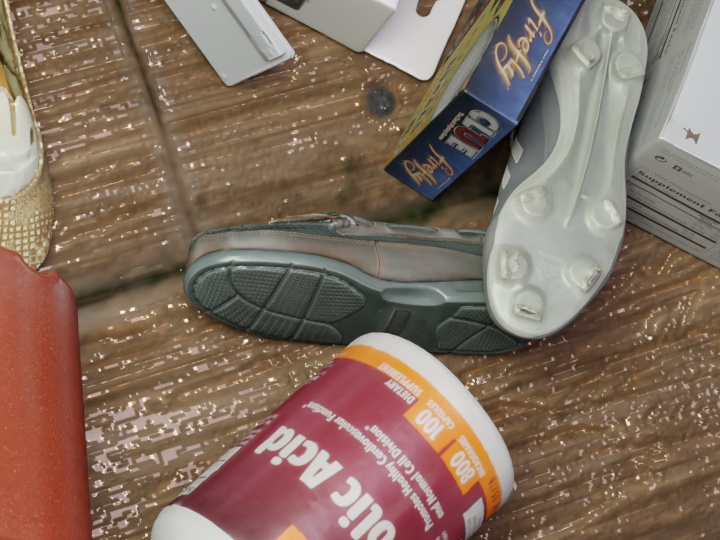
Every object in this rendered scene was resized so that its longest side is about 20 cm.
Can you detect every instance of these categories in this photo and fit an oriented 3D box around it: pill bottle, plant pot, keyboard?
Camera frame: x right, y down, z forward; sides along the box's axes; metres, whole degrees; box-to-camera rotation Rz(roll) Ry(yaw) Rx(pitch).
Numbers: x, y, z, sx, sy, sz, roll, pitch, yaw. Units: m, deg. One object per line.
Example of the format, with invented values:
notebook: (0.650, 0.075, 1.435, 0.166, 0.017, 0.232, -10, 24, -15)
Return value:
pill bottle: (-0.030, 0.132, 1.130, 0.200, 0.114, 0.114, -41, 90, -23)
plant pot: (-0.205, 0.099, 1.053, 0.200, 0.201, 0.196, 6, 66, -16)
keyboard: (-0.109, -0.183, 1.196, 0.200, 0.056, 0.011, 54, 53, -16)

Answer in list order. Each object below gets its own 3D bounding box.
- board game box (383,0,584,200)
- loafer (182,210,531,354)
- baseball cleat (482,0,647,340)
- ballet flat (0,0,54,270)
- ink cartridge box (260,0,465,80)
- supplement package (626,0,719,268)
board game box: (0.090, -0.144, 1.235, 0.035, 0.135, 0.200, 32, 69, -7)
loafer: (0.000, 0.000, 1.212, 0.200, 0.072, 0.063, 9, 53, -22)
baseball cleat: (0.106, -0.045, 1.226, 0.070, 0.106, 0.200, 23, 69, -6)
ballet flat: (-0.199, -0.094, 1.168, 0.070, 0.065, 0.200, -15, 80, -21)
ink cartridge box: (-0.021, -0.202, 1.252, 0.200, 0.067, 0.116, 26, 68, -8)
supplement package: (0.241, -0.106, 1.285, 0.156, 0.111, 0.200, 26, 69, -9)
